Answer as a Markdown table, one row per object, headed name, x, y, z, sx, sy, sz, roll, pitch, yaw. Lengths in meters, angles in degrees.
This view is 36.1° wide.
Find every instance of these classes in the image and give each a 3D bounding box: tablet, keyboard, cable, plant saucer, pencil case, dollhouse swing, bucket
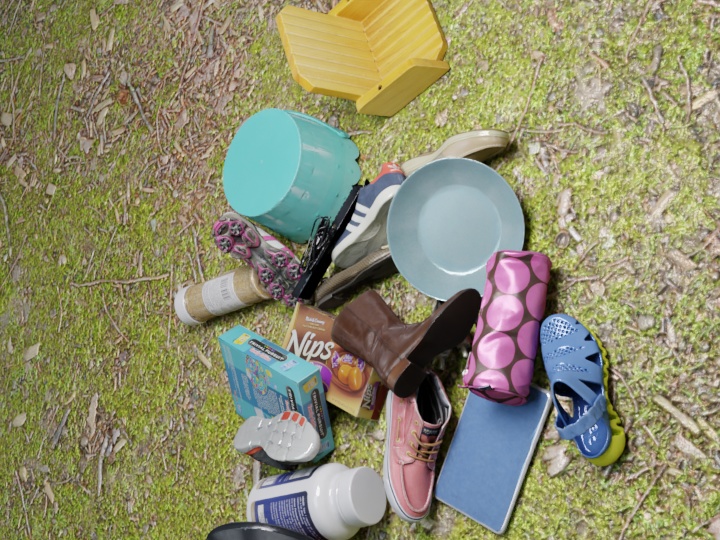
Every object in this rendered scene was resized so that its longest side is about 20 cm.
| name | x | y | z | sx | sy | sz | roll | pitch | yaw |
| --- | --- | --- | --- | --- | --- | --- | --- | --- | --- |
| tablet | 0.177 | 0.237 | 1.491 | 0.129 | 0.014 | 0.202 | 22 | 94 | 43 |
| keyboard | -0.055 | -0.050 | 1.704 | 0.039 | 0.104 | 0.201 | 30 | 91 | 13 |
| cable | 0.118 | 0.044 | 1.573 | 0.097 | 0.050 | 0.202 | -26 | 62 | 29 |
| plant saucer | 0.136 | -0.057 | 1.560 | 0.199 | 0.039 | 0.204 | 2 | 95 | 20 |
| pencil case | 0.192 | 0.072 | 1.459 | 0.093 | 0.091 | 0.202 | 9 | 74 | 17 |
| dollhouse swing | 0.000 | -0.369 | 1.710 | 0.181 | 0.175 | 0.202 | -35 | 56 | 30 |
| bucket | -0.116 | -0.157 | 1.782 | 0.206 | 0.134 | 0.210 | -14 | 68 | 38 |

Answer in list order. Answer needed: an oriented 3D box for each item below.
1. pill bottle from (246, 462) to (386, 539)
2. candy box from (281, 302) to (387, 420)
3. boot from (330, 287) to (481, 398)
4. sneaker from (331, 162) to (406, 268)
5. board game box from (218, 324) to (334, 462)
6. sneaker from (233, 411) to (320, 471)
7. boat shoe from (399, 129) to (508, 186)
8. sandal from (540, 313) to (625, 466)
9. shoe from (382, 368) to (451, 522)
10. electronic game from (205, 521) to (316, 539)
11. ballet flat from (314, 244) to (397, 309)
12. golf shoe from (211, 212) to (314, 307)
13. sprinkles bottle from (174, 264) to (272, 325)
| name | x | y | z | sx | sy | sz | roll | pitch | yaw |
| --- | --- | --- | --- | --- | --- | --- | --- | --- | --- |
| pill bottle | -0.062 | 0.343 | 1.612 | 0.199 | 0.111 | 0.112 | -20 | 66 | 37 |
| candy box | -0.037 | 0.135 | 1.685 | 0.199 | 0.056 | 0.118 | 24 | 95 | 42 |
| boot | 0.057 | 0.064 | 1.560 | 0.187 | 0.064 | 0.200 | -47 | 35 | -3 |
| sneaker | 0.015 | -0.084 | 1.674 | 0.200 | 0.074 | 0.085 | -48 | 42 | 41 |
| board game box | -0.130 | 0.187 | 1.706 | 0.199 | 0.047 | 0.152 | 23 | 133 | 43 |
| sneaker | -0.108 | 0.261 | 1.648 | 0.199 | 0.082 | 0.077 | -1 | 52 | 55 |
| boat shoe | 0.137 | -0.149 | 1.599 | 0.199 | 0.072 | 0.066 | -21 | 70 | 43 |
| sandal | 0.269 | 0.142 | 1.386 | 0.079 | 0.087 | 0.202 | -35 | 55 | 32 |
| shoe | 0.079 | 0.239 | 1.523 | 0.091 | 0.071 | 0.202 | 137 | 136 | -58 |
| electronic game | -0.128 | 0.415 | 1.600 | 0.199 | 0.200 | 0.042 | -21 | 40 | 36 |
| ballet flat | 0.000 | 0.000 | 1.685 | 0.199 | 0.067 | 0.047 | -34 | 61 | 38 |
| golf shoe | -0.147 | -0.023 | 1.777 | 0.200 | 0.092 | 0.073 | 43 | 104 | -7 |
| sprinkles bottle | -0.228 | 0.039 | 1.876 | 0.199 | 0.068 | 0.069 | -19 | 66 | 37 |
